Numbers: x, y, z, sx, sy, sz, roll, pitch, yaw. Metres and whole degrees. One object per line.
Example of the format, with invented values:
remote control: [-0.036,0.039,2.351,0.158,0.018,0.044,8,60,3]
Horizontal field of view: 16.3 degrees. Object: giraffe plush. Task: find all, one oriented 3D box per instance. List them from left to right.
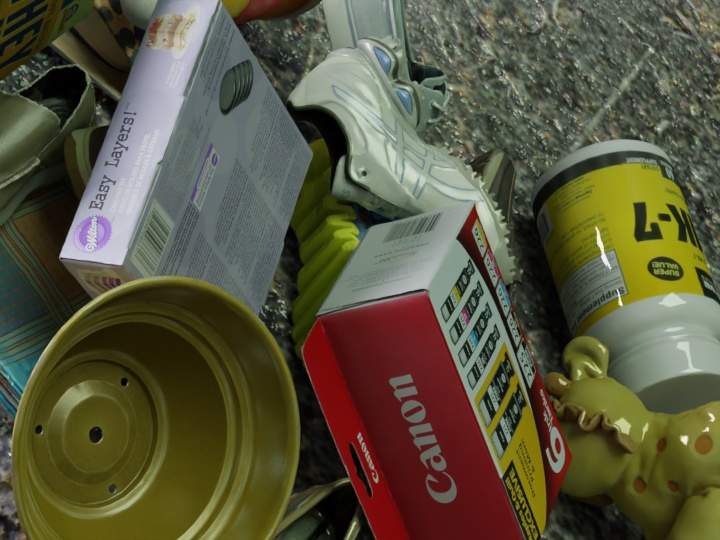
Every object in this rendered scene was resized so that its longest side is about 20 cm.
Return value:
giraffe plush: [0.194,0.139,1.750,0.161,0.201,0.173,17,50,16]

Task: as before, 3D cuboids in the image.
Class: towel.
towel: [-0.188,0.006,1.606,0.147,0.022,0.200,52,40,5]

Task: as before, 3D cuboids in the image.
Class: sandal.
sandal: [0.000,0.000,1.736,0.087,0.079,0.201,24,46,-31]

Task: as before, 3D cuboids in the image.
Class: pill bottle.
pill bottle: [0.204,0.014,1.874,0.114,0.114,0.201,9,53,-36]

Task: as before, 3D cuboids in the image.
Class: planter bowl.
planter bowl: [-0.139,0.101,1.495,0.199,0.083,0.202,-3,95,-37]

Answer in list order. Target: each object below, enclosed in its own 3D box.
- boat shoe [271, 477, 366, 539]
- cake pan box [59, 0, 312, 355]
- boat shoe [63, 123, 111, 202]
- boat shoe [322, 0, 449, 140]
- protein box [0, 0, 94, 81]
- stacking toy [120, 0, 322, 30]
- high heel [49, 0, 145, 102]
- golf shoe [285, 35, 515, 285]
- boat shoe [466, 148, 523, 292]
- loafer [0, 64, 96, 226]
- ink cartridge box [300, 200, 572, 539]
boat shoe: [-0.052,0.190,1.530,0.072,0.076,0.200,40,40,-8]
cake pan box: [-0.104,-0.039,1.574,0.184,0.052,0.201,54,48,-55]
boat shoe: [-0.124,-0.076,1.657,0.200,0.064,0.074,-31,107,-66]
boat shoe: [0.027,-0.128,1.797,0.070,0.071,0.202,-85,160,-65]
protein box: [-0.288,-0.208,1.547,0.198,0.135,0.200,41,55,9]
stacking toy: [-0.107,-0.212,1.750,0.146,0.146,0.200,44,37,-3]
high heel: [-0.215,-0.175,1.691,0.199,0.071,0.143,5,53,-45]
golf shoe: [0.023,-0.057,1.719,0.097,0.078,0.201,-32,84,-29]
boat shoe: [0.075,-0.003,1.817,0.073,0.074,0.201,43,48,-20]
loafer: [-0.232,-0.081,1.587,0.075,0.070,0.200,24,31,15]
ink cartridge box: [0.052,0.088,1.619,0.201,0.083,0.176,67,25,-20]
